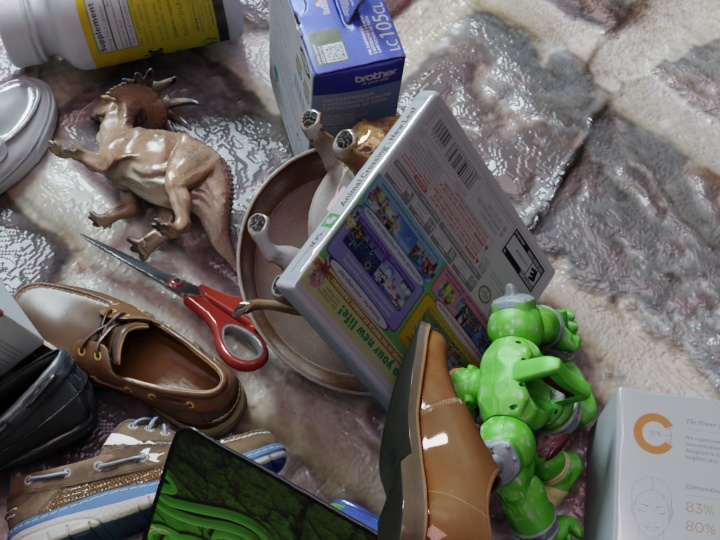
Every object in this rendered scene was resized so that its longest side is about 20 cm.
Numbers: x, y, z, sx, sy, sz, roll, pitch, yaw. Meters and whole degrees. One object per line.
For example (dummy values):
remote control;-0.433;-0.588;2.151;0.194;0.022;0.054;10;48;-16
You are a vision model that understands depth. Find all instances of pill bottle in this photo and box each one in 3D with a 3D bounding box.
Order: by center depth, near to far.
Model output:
pill bottle;-0.208;-0.236;0.920;0.200;0.111;0.111;-13;64;-6

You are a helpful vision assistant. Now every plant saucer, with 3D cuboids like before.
plant saucer;0.000;0.000;0.827;0.200;0.034;0.200;5;73;-16

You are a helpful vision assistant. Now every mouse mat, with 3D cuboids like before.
mouse mat;-0.052;0.202;0.689;0.200;0.161;0.008;28;31;12

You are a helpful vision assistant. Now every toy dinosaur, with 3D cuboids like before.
toy dinosaur;-0.158;-0.090;0.868;0.200;0.086;0.136;34;59;8

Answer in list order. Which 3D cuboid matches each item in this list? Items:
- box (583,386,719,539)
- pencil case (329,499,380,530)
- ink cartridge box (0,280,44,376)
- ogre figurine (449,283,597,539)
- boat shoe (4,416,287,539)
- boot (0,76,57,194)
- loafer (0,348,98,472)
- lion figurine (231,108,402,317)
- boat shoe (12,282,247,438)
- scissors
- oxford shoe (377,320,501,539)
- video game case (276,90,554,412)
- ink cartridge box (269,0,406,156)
box;0.222;0.196;0.726;0.124;0.097;0.200;9;63;2
pencil case;0.049;0.210;0.699;0.200;0.078;0.087;12;81;18
ink cartridge box;-0.359;0.042;0.730;0.200;0.145;0.145;-39;70;-7
ogre figurine;0.121;0.095;0.753;0.098;0.120;0.200;9;63;39
boat shoe;-0.153;0.142;0.750;0.200;0.072;0.072;-17;63;-11
boot;-0.320;-0.100;0.854;0.074;0.096;0.200;26;64;10
loafer;-0.282;0.120;0.740;0.200;0.070;0.068;-28;29;-19
lion figurine;-0.015;-0.036;0.777;0.072;0.122;0.200;27;83;32
boat shoe;-0.176;0.055;0.796;0.200;0.068;0.072;25;64;10
scissors;-0.132;0.016;0.843;0.200;0.014;0.073;35;42;23
oxford shoe;0.051;0.112;0.671;0.071;0.071;0.200;11;40;-7
video game case;0.050;0.005;0.770;0.022;0.200;0.182;11;58;48
ink cartridge box;-0.023;-0.171;0.847;0.076;0.200;0.137;-14;64;-10
